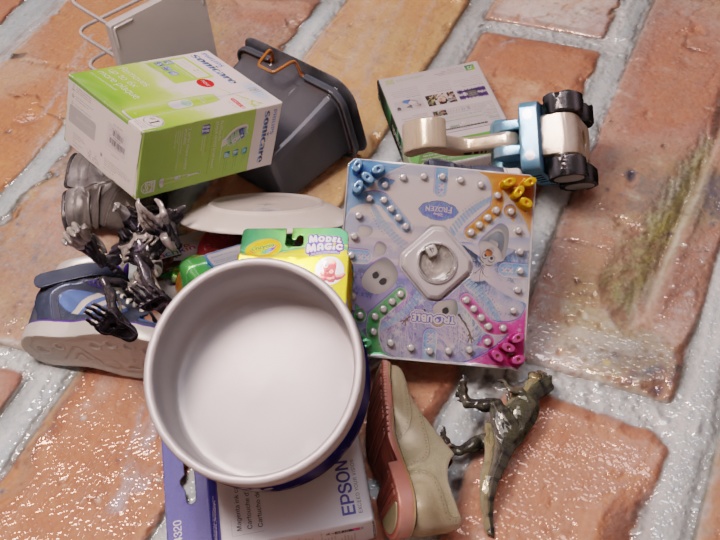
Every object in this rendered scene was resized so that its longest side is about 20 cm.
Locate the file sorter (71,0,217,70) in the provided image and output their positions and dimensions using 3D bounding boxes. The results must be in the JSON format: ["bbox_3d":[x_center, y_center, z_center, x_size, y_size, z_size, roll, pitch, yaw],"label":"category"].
[{"bbox_3d":[-0.278,-0.279,1.466,0.138,0.202,0.124,-35,49,-27],"label":"file sorter"}]

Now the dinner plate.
[{"bbox_3d":[-0.109,-0.068,1.289,0.197,0.025,0.200,-1,14,0],"label":"dinner plate"}]

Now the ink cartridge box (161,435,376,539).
[{"bbox_3d":[-0.097,0.183,1.088,0.197,0.044,0.198,-9,49,-5],"label":"ink cartridge box"}]

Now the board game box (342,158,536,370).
[{"bbox_3d":[0.078,-0.008,1.143,0.197,0.026,0.203,5,84,-3],"label":"board game box"}]

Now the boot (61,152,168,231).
[{"bbox_3d":[-0.297,-0.138,1.387,0.130,0.070,0.202,5,63,10],"label":"boot"}]

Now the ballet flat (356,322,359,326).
[{"bbox_3d":[0.000,0.000,1.204,0.068,0.070,0.202,5,61,11],"label":"ballet flat"}]

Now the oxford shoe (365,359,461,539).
[{"bbox_3d":[0.049,0.172,1.083,0.073,0.071,0.202,5,45,-14],"label":"oxford shoe"}]

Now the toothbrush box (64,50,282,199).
[{"bbox_3d":[-0.212,-0.170,1.272,0.199,0.087,0.145,-19,45,-43],"label":"toothbrush box"}]

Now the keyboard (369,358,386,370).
[{"bbox_3d":[0.023,0.072,1.215,0.199,0.011,0.056,-32,50,-24],"label":"keyboard"}]

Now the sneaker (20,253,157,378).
[{"bbox_3d":[-0.264,0.034,1.232,0.197,0.081,0.148,3,49,16],"label":"sneaker"}]

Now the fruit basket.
[{"bbox_3d":[-0.148,-0.011,1.256,0.183,0.095,0.200,-16,38,-19],"label":"fruit basket"}]

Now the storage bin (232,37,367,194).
[{"bbox_3d":[-0.113,-0.188,1.411,0.199,0.146,0.134,30,64,31],"label":"storage bin"}]

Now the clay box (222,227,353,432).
[{"bbox_3d":[-0.067,0.060,1.089,0.113,0.048,0.203,1,70,8],"label":"clay box"}]

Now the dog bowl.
[{"bbox_3d":[-0.090,0.096,1.012,0.197,0.079,0.203,-2,73,7],"label":"dog bowl"}]

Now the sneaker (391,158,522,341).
[{"bbox_3d":[0.089,-0.020,1.195,0.144,0.077,0.205,9,77,-7],"label":"sneaker"}]

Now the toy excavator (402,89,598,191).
[{"bbox_3d":[0.167,-0.146,1.319,0.197,0.194,0.101,-7,82,22],"label":"toy excavator"}]

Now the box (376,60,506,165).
[{"bbox_3d":[0.112,-0.192,1.455,0.142,0.037,0.201,-11,44,-6],"label":"box"}]

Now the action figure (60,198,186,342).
[{"bbox_3d":[-0.241,-0.025,1.174,0.118,0.102,0.201,-27,37,9],"label":"action figure"}]

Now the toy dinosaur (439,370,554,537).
[{"bbox_3d":[0.126,0.156,1.099,0.087,0.048,0.201,20,53,15],"label":"toy dinosaur"}]
